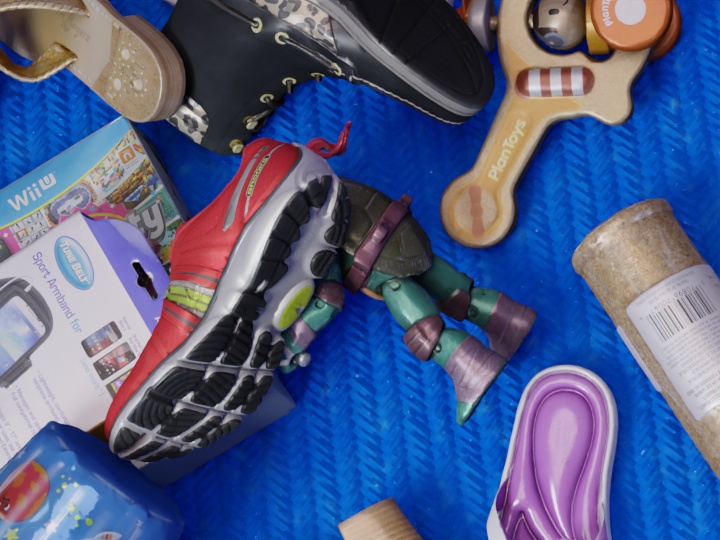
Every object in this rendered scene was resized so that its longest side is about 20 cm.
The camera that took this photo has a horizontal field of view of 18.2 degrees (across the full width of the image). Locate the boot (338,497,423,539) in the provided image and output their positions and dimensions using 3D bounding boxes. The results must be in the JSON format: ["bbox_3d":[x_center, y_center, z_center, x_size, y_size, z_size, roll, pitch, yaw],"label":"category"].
[{"bbox_3d":[-0.024,0.236,1.279,0.201,0.071,0.144,-31,75,7],"label":"boot"}]

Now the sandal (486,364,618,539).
[{"bbox_3d":[0.107,0.152,1.279,0.082,0.050,0.203,-3,76,13],"label":"sandal"}]

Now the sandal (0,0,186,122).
[{"bbox_3d":[-0.199,-0.149,1.377,0.212,0.070,0.078,33,120,36],"label":"sandal"}]

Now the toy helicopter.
[{"bbox_3d":[0.096,-0.109,1.338,0.132,0.079,0.200,28,96,12],"label":"toy helicopter"}]

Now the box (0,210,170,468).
[{"bbox_3d":[-0.193,0.057,1.314,0.200,0.041,0.119,-33,72,3],"label":"box"}]

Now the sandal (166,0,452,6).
[{"bbox_3d":[-0.041,-0.191,1.392,0.202,0.050,0.083,11,79,16],"label":"sandal"}]

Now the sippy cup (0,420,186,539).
[{"bbox_3d":[-0.170,0.160,1.242,0.130,0.178,0.140,-52,36,3],"label":"sippy cup"}]

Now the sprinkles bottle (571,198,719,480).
[{"bbox_3d":[0.199,0.055,1.272,0.068,0.068,0.200,-33,71,3],"label":"sprinkles bottle"}]

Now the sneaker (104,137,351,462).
[{"bbox_3d":[-0.081,0.016,1.252,0.085,0.077,0.200,39,97,41],"label":"sneaker"}]

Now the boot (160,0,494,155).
[{"bbox_3d":[-0.031,-0.121,1.346,0.203,0.154,0.073,35,43,2],"label":"boot"}]

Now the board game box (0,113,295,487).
[{"bbox_3d":[-0.152,0.031,1.363,0.147,0.064,0.200,-31,70,4],"label":"board game box"}]

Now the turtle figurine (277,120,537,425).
[{"bbox_3d":[0.000,0.000,1.294,0.200,0.101,0.150,34,50,6],"label":"turtle figurine"}]
